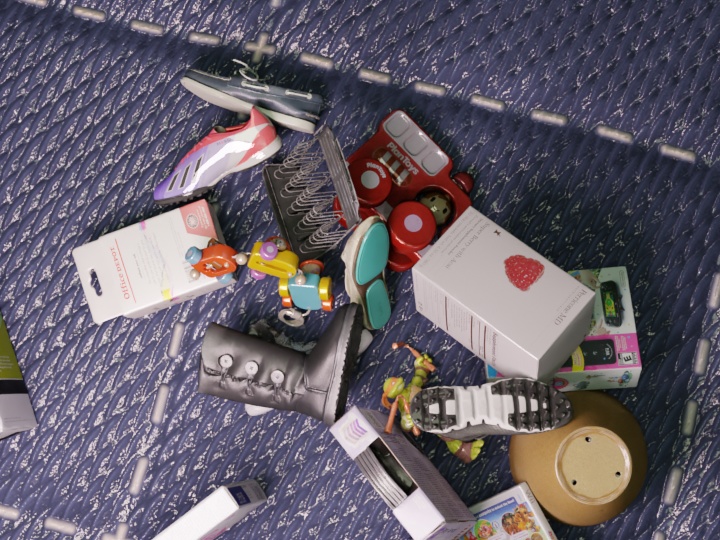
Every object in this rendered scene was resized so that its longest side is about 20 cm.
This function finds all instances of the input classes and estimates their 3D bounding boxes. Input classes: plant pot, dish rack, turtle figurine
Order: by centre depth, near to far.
[{"bbox_3d":[0.286,0.239,1.519,0.185,0.200,0.188,0,84,4],"label":"plant pot"},{"bbox_3d":[0.087,0.189,1.574,0.161,0.200,0.065,34,117,-9],"label":"turtle figurine"},{"bbox_3d":[-0.062,-0.099,1.589,0.054,0.200,0.155,-17,82,-24],"label":"dish rack"}]

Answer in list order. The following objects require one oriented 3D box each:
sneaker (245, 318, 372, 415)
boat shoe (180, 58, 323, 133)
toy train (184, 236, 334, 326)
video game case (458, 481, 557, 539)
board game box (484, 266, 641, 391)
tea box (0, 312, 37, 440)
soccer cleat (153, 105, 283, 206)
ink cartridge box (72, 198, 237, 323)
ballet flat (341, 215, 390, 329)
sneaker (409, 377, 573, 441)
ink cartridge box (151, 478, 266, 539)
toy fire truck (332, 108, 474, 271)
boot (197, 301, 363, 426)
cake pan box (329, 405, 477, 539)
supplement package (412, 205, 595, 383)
[{"bbox_3d":[-0.089,0.106,1.625,0.199,0.075,0.114,-31,85,4],"label":"sneaker"},{"bbox_3d":[-0.149,-0.249,1.664,0.198,0.075,0.062,18,88,5],"label":"boat shoe"},{"bbox_3d":[-0.125,0.000,1.592,0.199,0.150,0.056,32,55,-33],"label":"toy train"},{"bbox_3d":[0.212,0.389,1.559,0.143,0.018,0.201,-35,81,42],"label":"video game case"},{"bbox_3d":[0.260,0.081,1.582,0.198,0.064,0.149,-5,63,5],"label":"board game box"},{"bbox_3d":[-0.581,0.158,1.635,0.199,0.134,0.198,-22,83,3],"label":"tea box"},{"bbox_3d":[-0.207,-0.156,1.649,0.199,0.068,0.074,-25,110,11],"label":"soccer cleat"},{"bbox_3d":[-0.284,-0.008,1.658,0.199,0.068,0.117,-19,83,1],"label":"ink cartridge box"},{"bbox_3d":[0.000,0.000,1.580,0.067,0.201,0.062,-35,52,-29],"label":"ballet flat"},{"bbox_3d":[0.161,0.174,1.480,0.198,0.091,0.067,-3,73,5],"label":"sneaker"},{"bbox_3d":[-0.225,0.347,1.555,0.200,0.196,0.043,-38,81,1],"label":"ink cartridge box"},{"bbox_3d":[0.067,-0.105,1.624,0.200,0.112,0.168,44,71,6],"label":"toy fire truck"},{"bbox_3d":[-0.107,0.102,1.565,0.198,0.066,0.166,14,92,15],"label":"boot"},{"bbox_3d":[0.058,0.261,1.519,0.052,0.200,0.184,-43,71,5],"label":"cake pan box"},{"bbox_3d":[0.179,0.039,1.509,0.200,0.120,0.121,36,70,22],"label":"supplement package"}]
